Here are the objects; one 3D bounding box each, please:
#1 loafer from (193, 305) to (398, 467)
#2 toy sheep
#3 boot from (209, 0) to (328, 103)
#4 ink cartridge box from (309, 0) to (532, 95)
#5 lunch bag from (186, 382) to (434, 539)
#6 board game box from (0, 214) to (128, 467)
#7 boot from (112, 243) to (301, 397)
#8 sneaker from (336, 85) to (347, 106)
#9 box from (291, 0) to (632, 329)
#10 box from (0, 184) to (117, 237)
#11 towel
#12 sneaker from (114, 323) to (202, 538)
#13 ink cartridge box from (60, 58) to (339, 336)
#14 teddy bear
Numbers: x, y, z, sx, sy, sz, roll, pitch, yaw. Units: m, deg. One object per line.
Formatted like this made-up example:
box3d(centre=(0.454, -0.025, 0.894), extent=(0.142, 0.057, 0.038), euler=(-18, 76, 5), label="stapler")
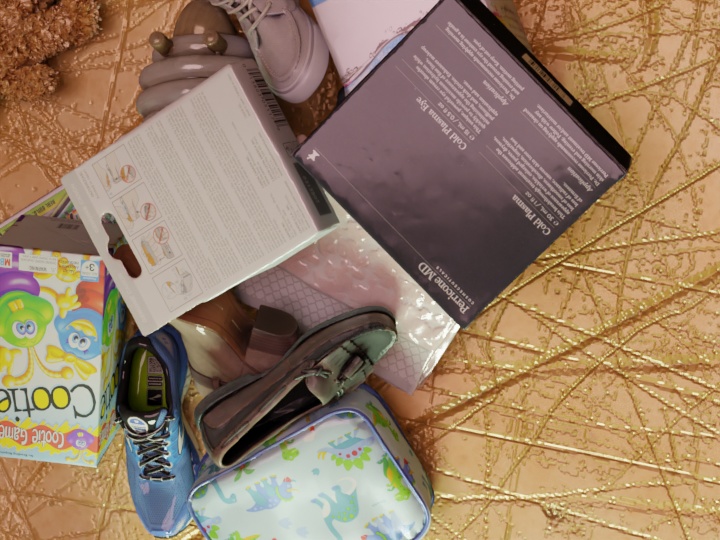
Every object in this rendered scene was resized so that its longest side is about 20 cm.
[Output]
box3d(centre=(-0.049, 0.105, 1.666), extent=(0.200, 0.072, 0.063), euler=(-31, 46, 10), label="loafer")
box3d(centre=(-0.139, -0.144, 1.722), extent=(0.137, 0.138, 0.201), euler=(0, 84, 14), label="toy sheep")
box3d(centre=(-0.096, -0.222, 1.672), extent=(0.095, 0.200, 0.074), euler=(26, 112, -33), label="boot")
box3d(centre=(0.060, -0.198, 1.663), extent=(0.146, 0.147, 0.200), euler=(-23, 87, 14), label="ink cartridge box")
box3d(centre=(-0.042, 0.207, 1.735), extent=(0.200, 0.082, 0.161), euler=(-30, 104, 15), label="lunch bag")
box3d(centre=(-0.273, 0.063, 1.752), extent=(0.105, 0.103, 0.201), euler=(5, 108, 4), label="board game box")
box3d(centre=(-0.135, 0.062, 1.733), extent=(0.200, 0.146, 0.070), euler=(26, 57, 7), label="boot")
box3d(centre=(-0.015, -0.067, 1.725), extent=(0.079, 0.078, 0.201), euler=(-7, 93, 8), label="sneaker")
box3d(centre=(0.082, -0.092, 1.538), extent=(0.182, 0.104, 0.200), euler=(-44, 91, 14), label="box")
box3d(centre=(-0.244, -0.036, 1.805), extent=(0.200, 0.035, 0.110), euler=(-31, 86, 14), label="box")
box3d(centre=(0.000, 0.000, 1.676), extent=(0.200, 0.032, 0.191), euler=(30, 130, 4), label="towel")
box3d(centre=(-0.195, 0.149, 1.777), extent=(0.078, 0.089, 0.201), euler=(-6, 92, 15), label="sneaker")
box3d(centre=(-0.137, -0.061, 1.639), extent=(0.200, 0.057, 0.163), euler=(-31, 85, 30), label="ink cartridge box")
box3d(centre=(-0.332, -0.214, 1.800), extent=(0.200, 0.067, 0.145), euler=(-21, 86, 14), label="teddy bear")
